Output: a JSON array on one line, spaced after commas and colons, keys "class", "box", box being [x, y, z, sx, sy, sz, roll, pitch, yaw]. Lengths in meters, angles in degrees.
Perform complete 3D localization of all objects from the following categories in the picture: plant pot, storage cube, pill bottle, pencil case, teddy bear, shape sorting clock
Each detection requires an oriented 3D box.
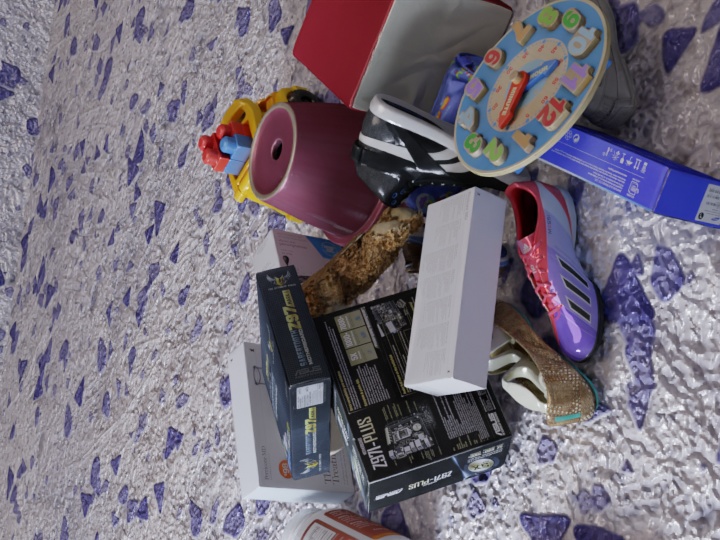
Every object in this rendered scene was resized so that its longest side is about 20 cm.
[{"class": "plant pot", "box": [-0.042, -0.138, 1.390, 0.199, 0.177, 0.203, -23, 62, 53]}, {"class": "storage cube", "box": [0.048, -0.291, 1.302, 0.180, 0.169, 0.202, 49, 121, 49]}, {"class": "pill bottle", "box": [-0.014, 0.351, 1.272, 0.199, 0.111, 0.114, 6, 86, 58]}, {"class": "pencil case", "box": [0.105, -0.157, 1.253, 0.202, 0.086, 0.078, -63, 33, 23]}, {"class": "teddy bear", "box": [0.000, 0.000, 1.241, 0.200, 0.067, 0.145, -43, 5, 13]}, {"class": "shape sorting clock", "box": [0.164, -0.184, 1.049, 0.199, 0.039, 0.202, -32, 43, 35]}]

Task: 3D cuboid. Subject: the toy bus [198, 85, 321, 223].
[{"class": "toy bus", "box": [-0.150, -0.188, 1.562, 0.136, 0.190, 0.202, -54, 39, 36]}]

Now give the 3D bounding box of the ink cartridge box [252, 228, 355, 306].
[{"class": "ink cartridge box", "box": [-0.069, 0.049, 1.436, 0.068, 0.115, 0.202, -49, 44, 39]}]

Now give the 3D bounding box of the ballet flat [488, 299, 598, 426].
[{"class": "ballet flat", "box": [0.165, 0.094, 1.096, 0.200, 0.064, 0.071, 44, 149, 54]}]

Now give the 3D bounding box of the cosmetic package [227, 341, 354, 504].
[{"class": "cosmetic package", "box": [-0.093, 0.203, 1.400, 0.052, 0.149, 0.203, -41, 49, 44]}]

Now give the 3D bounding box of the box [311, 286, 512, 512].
[{"class": "box", "box": [0.051, 0.133, 1.150, 0.087, 0.161, 0.202, 92, 159, -58]}]

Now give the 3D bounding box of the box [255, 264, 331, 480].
[{"class": "box", "box": [-0.076, 0.119, 1.201, 0.201, 0.050, 0.159, 94, 161, -51]}]

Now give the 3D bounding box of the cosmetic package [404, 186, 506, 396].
[{"class": "cosmetic package", "box": [0.099, 0.023, 1.089, 0.082, 0.050, 0.203, -20, 57, 56]}]

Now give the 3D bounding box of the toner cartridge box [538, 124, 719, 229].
[{"class": "toner cartridge box", "box": [0.249, -0.098, 1.005, 0.200, 0.094, 0.044, 39, 113, 55]}]

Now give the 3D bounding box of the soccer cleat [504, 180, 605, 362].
[{"class": "soccer cleat", "box": [0.194, -0.001, 1.081, 0.068, 0.072, 0.203, -38, 51, 46]}]

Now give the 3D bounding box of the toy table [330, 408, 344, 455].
[{"class": "toy table", "box": [-0.010, 0.137, 1.322, 0.184, 0.116, 0.202, -50, 44, 38]}]

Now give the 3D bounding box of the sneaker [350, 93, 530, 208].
[{"class": "sneaker", "box": [0.084, -0.109, 1.198, 0.113, 0.198, 0.073, -63, 1, 25]}]

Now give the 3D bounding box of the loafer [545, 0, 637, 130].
[{"class": "loafer", "box": [0.228, -0.236, 1.097, 0.070, 0.069, 0.202, -47, 45, 40]}]

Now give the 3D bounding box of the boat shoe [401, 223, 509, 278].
[{"class": "boat shoe", "box": [0.109, -0.007, 1.229, 0.200, 0.071, 0.074, -154, 72, -67]}]
